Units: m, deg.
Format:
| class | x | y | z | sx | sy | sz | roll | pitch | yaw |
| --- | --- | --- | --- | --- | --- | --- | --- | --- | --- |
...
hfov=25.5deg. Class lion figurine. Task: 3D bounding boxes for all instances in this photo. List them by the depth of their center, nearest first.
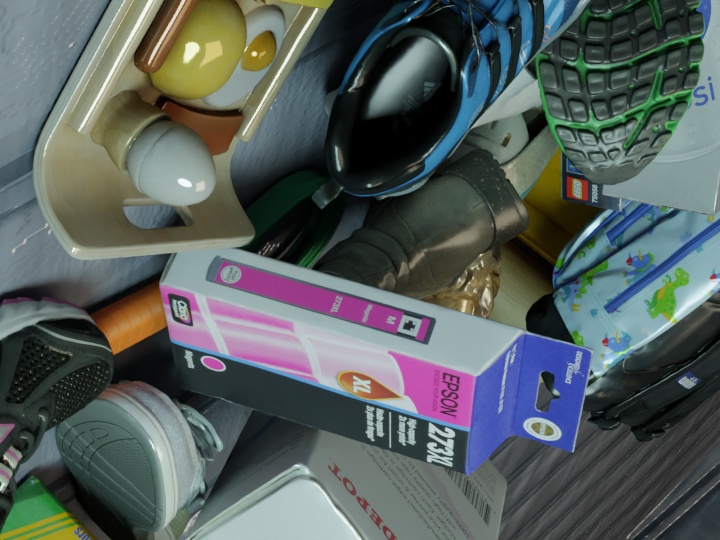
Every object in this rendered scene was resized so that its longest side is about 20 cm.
| class | x | y | z | sx | sy | sz | roll | pitch | yaw |
| --- | --- | --- | --- | --- | --- | --- | --- | --- | --- |
| lion figurine | 0.057 | 0.058 | 1.003 | 0.072 | 0.202 | 0.122 | -6 | 168 | -37 |

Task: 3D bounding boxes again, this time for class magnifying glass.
| class | x | y | z | sx | sy | sz | roll | pitch | yaw |
| --- | --- | --- | --- | --- | --- | --- | --- | --- | --- |
| magnifying glass | -0.077 | 0.003 | 0.804 | 0.199 | 0.022 | 0.080 | -33 | 155 | -46 |

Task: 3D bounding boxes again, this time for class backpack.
| class | x | y | z | sx | sy | sz | roll | pitch | yaw |
| --- | --- | --- | --- | --- | --- | --- | --- | --- | --- |
| backpack | 0.211 | -0.004 | 0.959 | 0.199 | 0.155 | 0.162 | -30 | 152 | 29 |

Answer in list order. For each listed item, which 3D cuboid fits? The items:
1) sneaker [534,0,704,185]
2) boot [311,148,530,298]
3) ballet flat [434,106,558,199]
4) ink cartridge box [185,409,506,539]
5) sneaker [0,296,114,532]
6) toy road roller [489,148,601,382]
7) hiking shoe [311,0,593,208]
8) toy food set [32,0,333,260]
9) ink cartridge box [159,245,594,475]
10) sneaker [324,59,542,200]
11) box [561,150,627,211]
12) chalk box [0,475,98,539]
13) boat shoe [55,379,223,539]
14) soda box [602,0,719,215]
| class | x | y | z | sx | sy | sz | roll | pitch | yaw |
| --- | --- | --- | --- | --- | --- | --- | --- | --- | --- |
| sneaker | 0.118 | -0.136 | 0.762 | 0.085 | 0.077 | 0.203 | 87 | 4 | -74 |
| boot | 0.000 | 0.000 | 0.862 | 0.130 | 0.068 | 0.200 | -32 | 179 | -19 |
| ballet flat | 0.096 | -0.098 | 0.963 | 0.200 | 0.067 | 0.063 | -46 | 135 | -24 |
| ink cartridge box | 0.000 | 0.132 | 0.876 | 0.087 | 0.146 | 0.200 | -35 | -168 | 19 |
| sneaker | -0.170 | 0.086 | 0.645 | 0.199 | 0.086 | 0.081 | -32 | 156 | -43 |
| toy road roller | 0.136 | -0.036 | 1.060 | 0.201 | 0.123 | 0.146 | -50 | 150 | 0 |
| hiking shoe | 0.053 | -0.108 | 0.671 | 0.201 | 0.074 | 0.087 | -58 | 179 | 17 |
| toy food set | -0.037 | -0.094 | 0.648 | 0.201 | 0.060 | 0.143 | -57 | 160 | 19 |
| ink cartridge box | 0.006 | 0.046 | 0.745 | 0.095 | 0.198 | 0.037 | 89 | 18 | -55 |
| sneaker | 0.037 | -0.093 | 0.827 | 0.115 | 0.074 | 0.200 | -32 | 177 | 14 |
| box | 0.169 | -0.142 | 0.923 | 0.200 | 0.039 | 0.138 | -46 | 141 | -48 |
| chalk box | -0.190 | 0.231 | 0.809 | 0.200 | 0.125 | 0.124 | -45 | 160 | -19 |
| boat shoe | -0.109 | 0.099 | 0.833 | 0.065 | 0.074 | 0.203 | -48 | 165 | -23 |
| soda box | 0.174 | -0.135 | 0.817 | 0.068 | 0.063 | 0.203 | -23 | 121 | -60 |
